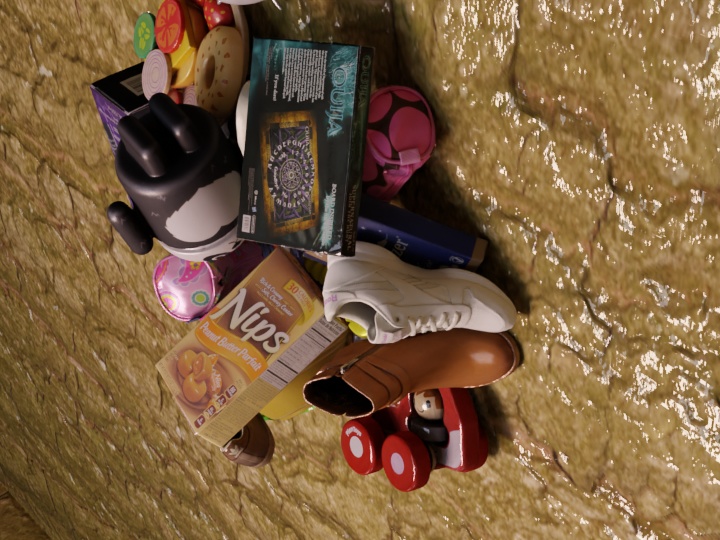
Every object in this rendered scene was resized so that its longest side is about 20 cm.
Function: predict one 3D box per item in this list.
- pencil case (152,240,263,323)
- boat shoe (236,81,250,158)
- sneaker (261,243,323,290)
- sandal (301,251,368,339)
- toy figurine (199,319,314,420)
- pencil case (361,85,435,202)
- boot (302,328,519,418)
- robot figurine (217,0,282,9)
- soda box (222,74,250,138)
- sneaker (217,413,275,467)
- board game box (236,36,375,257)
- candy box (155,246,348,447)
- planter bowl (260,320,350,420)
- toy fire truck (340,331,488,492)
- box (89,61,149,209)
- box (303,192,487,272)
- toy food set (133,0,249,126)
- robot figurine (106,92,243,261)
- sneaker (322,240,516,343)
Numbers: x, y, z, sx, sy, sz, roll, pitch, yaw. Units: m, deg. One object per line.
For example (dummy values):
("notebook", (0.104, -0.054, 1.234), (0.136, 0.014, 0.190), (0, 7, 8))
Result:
("pencil case", (-0.174, 0.001, 1.644), (0.088, 0.087, 0.200), (59, -163, -3))
("boat shoe", (-0.089, -0.108, 1.469), (0.060, 0.072, 0.202), (9, 137, 12))
("sneaker", (-0.082, -0.050, 1.638), (0.078, 0.075, 0.201), (-31, 96, 47))
("sandal", (0.000, 0.000, 1.548), (0.080, 0.087, 0.201), (-49, 53, 28))
("toy figurine", (-0.139, 0.101, 1.845), (0.149, 0.200, 0.185), (-24, 76, 26))
("pencil case", (0.011, -0.104, 1.414), (0.200, 0.090, 0.094), (128, 138, -62))
("boot", (0.050, 0.104, 1.439), (0.199, 0.155, 0.077), (4, 106, 29))
("robot figurine", (-0.120, -0.345, 1.350), (0.169, 0.113, 0.201), (18, 136, 25))
("soda box", (-0.126, -0.178, 1.586), (0.199, 0.063, 0.071), (19, 134, 52))
("sneaker", (-0.178, 0.158, 1.707), (0.200, 0.071, 0.075), (45, -167, 35))
("board game box", (-0.055, -0.121, 1.349), (0.134, 0.028, 0.202), (11, 99, 35))
("candy box", (-0.122, 0.084, 1.541), (0.116, 0.200, 0.055), (51, -172, 37))
("planter bowl", (-0.077, 0.122, 1.662), (0.084, 0.200, 0.200), (60, 153, -3))
("toy fire truck", (0.059, 0.149, 1.586), (0.199, 0.111, 0.170), (10, 108, 54))
("box", (-0.242, -0.147, 1.744), (0.148, 0.104, 0.201), (35, 145, 55))
("box", (0.018, -0.028, 1.421), (0.199, 0.033, 0.121), (22, 150, -4))
("toy food set", (-0.190, -0.237, 1.561), (0.198, 0.048, 0.201), (-38, 61, 45))
("robot figurine", (-0.186, -0.095, 1.488), (0.149, 0.126, 0.201), (-6, 144, 13))
("sneaker", (0.056, 0.041, 1.382), (0.198, 0.100, 0.075), (14, 149, -3))
